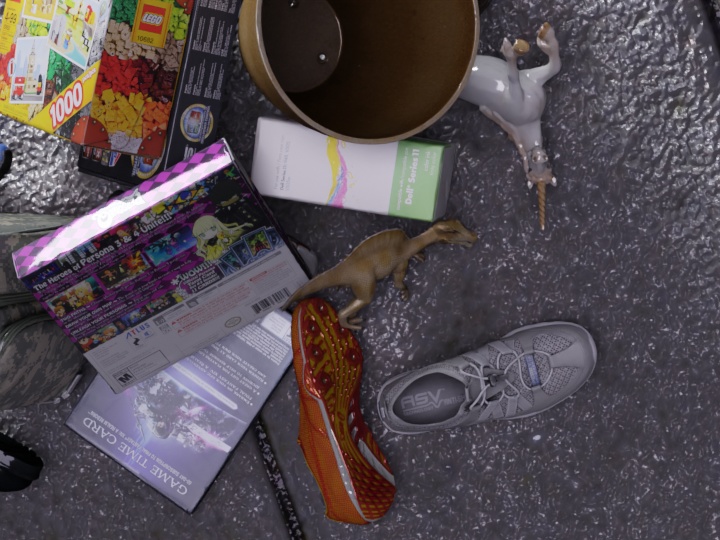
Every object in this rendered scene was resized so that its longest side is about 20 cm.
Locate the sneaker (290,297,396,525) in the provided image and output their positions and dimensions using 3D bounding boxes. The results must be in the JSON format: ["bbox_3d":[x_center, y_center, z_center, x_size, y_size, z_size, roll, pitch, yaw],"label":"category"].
[{"bbox_3d":[-0.032,0.124,1.742,0.077,0.073,0.202,-14,88,46],"label":"sneaker"}]

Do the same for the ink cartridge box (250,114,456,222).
[{"bbox_3d":[-0.025,-0.091,1.708,0.198,0.117,0.068,9,96,7],"label":"ink cartridge box"}]

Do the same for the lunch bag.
[{"bbox_3d":[-0.313,0.038,1.712,0.138,0.200,0.169,6,96,21],"label":"lunch bag"}]

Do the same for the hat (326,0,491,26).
[{"bbox_3d":[0.032,-0.292,1.708,0.199,0.081,0.203,1,94,8],"label":"hat"}]

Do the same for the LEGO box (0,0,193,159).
[{"bbox_3d":[-0.229,-0.187,1.689,0.077,0.199,0.150,8,97,-35],"label":"LEGO box"}]

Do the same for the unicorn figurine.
[{"bbox_3d":[0.115,-0.155,1.703,0.074,0.138,0.200,-35,61,-29],"label":"unicorn figurine"}]

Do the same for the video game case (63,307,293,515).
[{"bbox_3d":[-0.152,0.094,1.785,0.142,0.019,0.201,34,97,4],"label":"video game case"}]

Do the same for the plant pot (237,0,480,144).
[{"bbox_3d":[-0.024,-0.196,1.645,0.185,0.200,0.188,-1,93,-19],"label":"plant pot"}]

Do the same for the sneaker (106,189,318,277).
[{"bbox_3d":[-0.130,-0.034,1.741,0.198,0.082,0.077,15,123,-22],"label":"sneaker"}]

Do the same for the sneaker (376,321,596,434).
[{"bbox_3d":[0.108,0.102,1.719,0.198,0.082,0.075,-21,90,8],"label":"sneaker"}]

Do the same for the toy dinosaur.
[{"bbox_3d":[0.000,0.000,1.710,0.199,0.101,0.058,-22,64,-24],"label":"toy dinosaur"}]

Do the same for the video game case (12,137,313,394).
[{"bbox_3d":[-0.158,0.001,1.665,0.199,0.182,0.036,-28,49,4],"label":"video game case"}]

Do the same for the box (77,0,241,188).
[{"bbox_3d":[-0.171,-0.169,1.708,0.044,0.160,0.202,8,96,-34],"label":"box"}]

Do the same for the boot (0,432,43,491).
[{"bbox_3d":[-0.394,0.207,1.791,0.199,0.076,0.169,21,92,13],"label":"boot"}]

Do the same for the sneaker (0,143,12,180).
[{"bbox_3d":[-0.405,-0.106,1.777,0.198,0.079,0.090,0,96,7],"label":"sneaker"}]
